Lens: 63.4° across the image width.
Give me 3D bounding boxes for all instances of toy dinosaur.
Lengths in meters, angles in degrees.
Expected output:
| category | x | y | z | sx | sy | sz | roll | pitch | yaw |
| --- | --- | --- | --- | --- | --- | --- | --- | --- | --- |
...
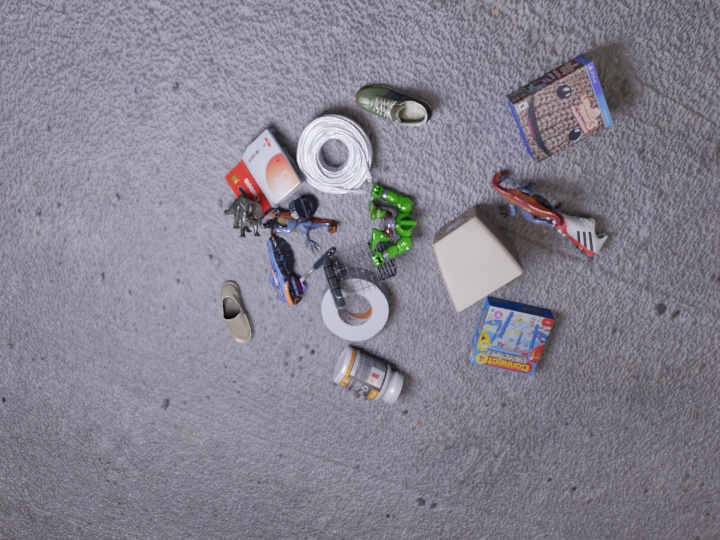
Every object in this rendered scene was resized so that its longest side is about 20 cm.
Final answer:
| category | x | y | z | sx | sy | sz | roll | pitch | yaw |
| --- | --- | --- | --- | --- | --- | --- | --- | --- | --- |
| toy dinosaur | -0.158 | -0.125 | 1.569 | 0.177 | 0.105 | 0.205 | -23 | 104 | -6 |
| toy dinosaur | 0.415 | -0.187 | 1.461 | 0.179 | 0.200 | 0.107 | 32 | 88 | -2 |
| toy dinosaur | -0.299 | -0.147 | 1.516 | 0.075 | 0.200 | 0.106 | -2 | 112 | -27 |

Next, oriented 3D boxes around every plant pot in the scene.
| category | x | y | z | sx | sy | sz | roll | pitch | yaw |
| --- | --- | --- | --- | --- | --- | --- | --- | --- | --- |
| plant pot | 0.291 | -0.047 | 1.529 | 0.197 | 0.200 | 0.179 | -32 | 99 | 18 |

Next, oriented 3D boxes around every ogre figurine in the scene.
| category | x | y | z | sx | sy | sz | roll | pitch | yaw |
| --- | --- | --- | --- | --- | --- | --- | --- | --- | --- |
| ogre figurine | 0.084 | -0.119 | 1.540 | 0.116 | 0.207 | 0.099 | 0 | 160 | -8 |

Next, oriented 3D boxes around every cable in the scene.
| category | x | y | z | sx | sy | sz | roll | pitch | yaw |
| --- | --- | --- | --- | --- | --- | --- | --- | --- | --- |
| cable | -0.064 | -0.297 | 1.486 | 0.193 | 0.070 | 0.206 | 0 | 116 | 5 |

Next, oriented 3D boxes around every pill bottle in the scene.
| category | x | y | z | sx | sy | sz | roll | pitch | yaw |
| --- | --- | --- | --- | --- | --- | --- | --- | --- | --- |
| pill bottle | 0.024 | 0.319 | 1.755 | 0.195 | 0.117 | 0.118 | 26 | 115 | -9 |

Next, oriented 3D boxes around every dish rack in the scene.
| category | x | y | z | sx | sy | sz | roll | pitch | yaw |
| --- | --- | --- | --- | --- | --- | --- | --- | --- | --- |
| dish rack | 0.000 | 0.000 | 1.583 | 0.194 | 0.156 | 0.055 | -21 | 148 | -2 |

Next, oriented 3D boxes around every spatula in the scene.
| category | x | y | z | sx | sy | sz | roll | pitch | yaw |
| --- | --- | --- | --- | --- | --- | --- | --- | --- | --- |
| spatula | -0.143 | 0.003 | 1.662 | 0.199 | 0.021 | 0.057 | -43 | 89 | 18 |

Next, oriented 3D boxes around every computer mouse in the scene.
| category | x | y | z | sx | sy | sz | roll | pitch | yaw |
| --- | --- | --- | --- | --- | --- | --- | --- | --- | --- |
| computer mouse | -0.189 | -0.149 | 1.517 | 0.034 | 0.197 | 0.060 | -11 | 100 | 48 |

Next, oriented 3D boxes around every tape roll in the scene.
| category | x | y | z | sx | sy | sz | roll | pitch | yaw |
| --- | --- | --- | --- | --- | --- | --- | --- | --- | --- |
| tape roll | -0.015 | 0.099 | 1.678 | 0.193 | 0.067 | 0.206 | 2 | 117 | 3 |

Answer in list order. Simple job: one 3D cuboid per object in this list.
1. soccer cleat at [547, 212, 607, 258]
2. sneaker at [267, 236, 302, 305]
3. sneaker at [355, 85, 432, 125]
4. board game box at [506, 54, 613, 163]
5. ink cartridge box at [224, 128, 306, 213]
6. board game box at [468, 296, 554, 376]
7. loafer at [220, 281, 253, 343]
| category | x | y | z | sx | sy | sz | roll | pitch | yaw |
| --- | --- | --- | --- | --- | --- | --- | --- | --- | --- |
| soccer cleat | 0.572 | -0.117 | 1.542 | 0.198 | 0.069 | 0.086 | 37 | 104 | -18 |
| sneaker | -0.230 | 0.005 | 1.641 | 0.076 | 0.075 | 0.206 | -3 | 108 | 33 |
| sneaker | 0.082 | -0.398 | 1.415 | 0.193 | 0.091 | 0.069 | 12 | 118 | -3 |
| board game box | 0.474 | -0.384 | 1.395 | 0.196 | 0.098 | 0.162 | -26 | 112 | 15 |
| ink cartridge box | -0.257 | -0.238 | 1.504 | 0.198 | 0.050 | 0.165 | -35 | 87 | 19 |
| board game box | 0.438 | 0.194 | 1.703 | 0.193 | 0.056 | 0.201 | 11 | 116 | -2 |
| loafer | -0.372 | 0.135 | 1.714 | 0.073 | 0.069 | 0.205 | -11 | 115 | 8 |
